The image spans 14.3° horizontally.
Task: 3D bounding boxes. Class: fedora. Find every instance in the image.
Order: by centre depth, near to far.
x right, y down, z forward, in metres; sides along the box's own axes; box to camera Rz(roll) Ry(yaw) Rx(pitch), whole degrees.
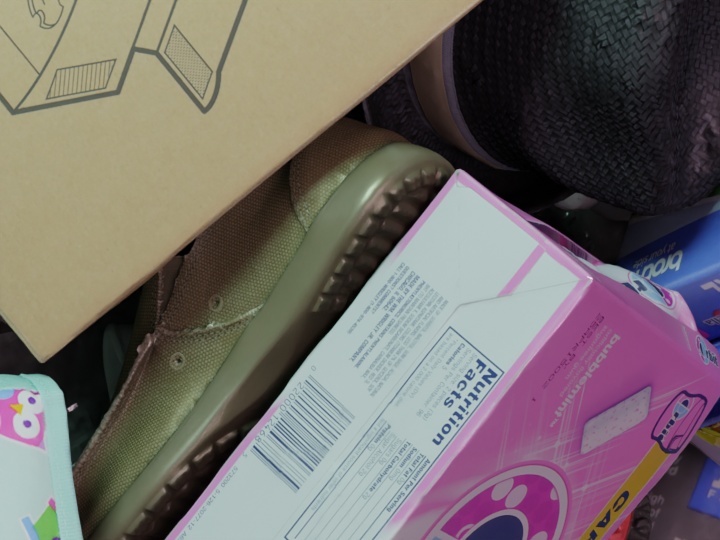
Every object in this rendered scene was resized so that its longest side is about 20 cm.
[{"bbox_3d":[0.090,-0.091,0.935,0.200,0.092,0.201,-27,134,-32],"label":"fedora"}]

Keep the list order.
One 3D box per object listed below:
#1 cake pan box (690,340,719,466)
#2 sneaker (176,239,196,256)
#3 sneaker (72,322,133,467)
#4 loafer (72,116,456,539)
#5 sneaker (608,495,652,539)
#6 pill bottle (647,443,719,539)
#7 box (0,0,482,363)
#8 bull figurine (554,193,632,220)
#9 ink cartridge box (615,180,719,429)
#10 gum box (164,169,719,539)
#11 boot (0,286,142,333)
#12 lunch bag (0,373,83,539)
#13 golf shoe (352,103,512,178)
[{"bbox_3d":[0.204,-0.032,0.980,0.052,0.184,0.200,39,59,-21],"label":"cake pan box"},{"bbox_3d":[0.000,0.000,1.017,0.199,0.088,0.076,20,108,-26],"label":"sneaker"},{"bbox_3d":[-0.090,0.115,0.985,0.088,0.075,0.201,23,76,-18],"label":"sneaker"},{"bbox_3d":[-0.043,0.033,0.926,0.200,0.067,0.076,-52,143,10],"label":"loafer"},{"bbox_3d":[0.020,0.134,1.029,0.079,0.096,0.200,43,84,-11],"label":"sneaker"},{"bbox_3d":[0.129,0.114,1.081,0.114,0.114,0.201,29,80,-29],"label":"pill bottle"},{"bbox_3d":[-0.072,-0.098,0.871,0.200,0.021,0.164,-39,91,3],"label":"box"},{"bbox_3d":[0.143,-0.061,1.101,0.199,0.065,0.122,20,80,-33],"label":"bull figurine"},{"bbox_3d":[0.145,-0.045,0.980,0.042,0.119,0.201,29,61,-22],"label":"ink cartridge box"},{"bbox_3d":[0.022,0.072,0.914,0.200,0.066,0.113,-52,146,4],"label":"gum box"},{"bbox_3d":[-0.166,-0.041,0.928,0.174,0.069,0.201,-38,116,-28],"label":"boot"},{"bbox_3d":[-0.172,0.127,0.870,0.170,0.122,0.201,-3,113,-24],"label":"lunch bag"},{"bbox_3d":[0.020,-0.119,1.019,0.092,0.073,0.200,-38,111,-25],"label":"golf shoe"}]
